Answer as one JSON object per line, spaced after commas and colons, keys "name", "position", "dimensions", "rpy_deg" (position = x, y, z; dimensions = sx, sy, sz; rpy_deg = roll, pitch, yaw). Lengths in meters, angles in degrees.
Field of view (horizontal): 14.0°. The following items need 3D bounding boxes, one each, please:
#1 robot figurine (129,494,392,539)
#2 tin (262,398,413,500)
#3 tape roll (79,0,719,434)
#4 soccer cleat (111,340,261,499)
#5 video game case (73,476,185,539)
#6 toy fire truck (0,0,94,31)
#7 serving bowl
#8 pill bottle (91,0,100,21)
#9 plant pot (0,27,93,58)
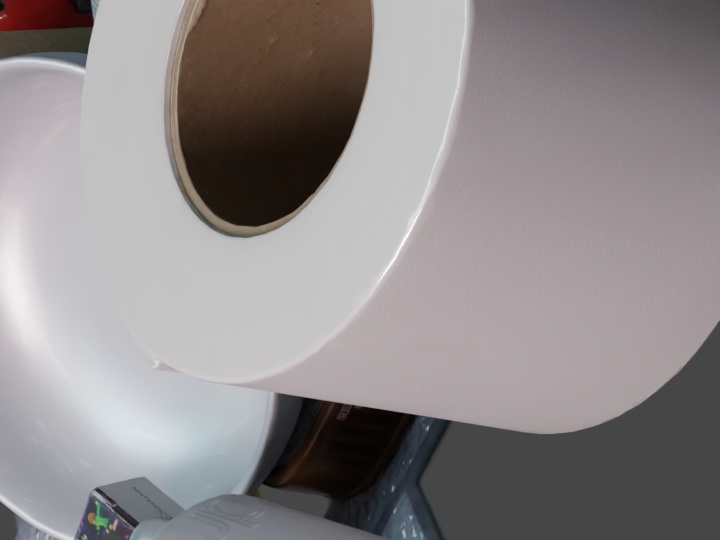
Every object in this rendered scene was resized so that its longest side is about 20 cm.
{"name": "robot figurine", "position": [-0.009, 0.142, 0.959], "dimensions": [0.199, 0.169, 0.113], "rpy_deg": [14, 121, 31]}
{"name": "tin", "position": [0.000, 0.000, 1.131], "dimensions": [0.112, 0.042, 0.200], "rpy_deg": [-106, 35, -48]}
{"name": "tape roll", "position": [0.020, -0.054, 0.952], "dimensions": [0.202, 0.139, 0.204], "rpy_deg": [-15, 71, 49]}
{"name": "soccer cleat", "position": [-0.066, 0.086, 1.226], "dimensions": [0.084, 0.064, 0.201], "rpy_deg": [24, -122, -73]}
{"name": "video game case", "position": [-0.061, 0.209, 1.103], "dimensions": [0.181, 0.036, 0.201], "rpy_deg": [34, 117, 29]}
{"name": "toy fire truck", "position": [-0.137, -0.178, 1.220], "dimensions": [0.200, 0.048, 0.142], "rpy_deg": [86, -179, -68]}
{"name": "serving bowl", "position": [-0.093, 0.007, 1.143], "dimensions": [0.199, 0.066, 0.201], "rpy_deg": [15, 116, 33]}
{"name": "pill bottle", "position": [-0.057, -0.157, 1.135], "dimensions": [0.109, 0.108, 0.201], "rpy_deg": [-125, 25, -55]}
{"name": "plant pot", "position": [-0.180, -0.082, 1.358], "dimensions": [0.200, 0.199, 0.178], "rpy_deg": [-44, 33, 50]}
